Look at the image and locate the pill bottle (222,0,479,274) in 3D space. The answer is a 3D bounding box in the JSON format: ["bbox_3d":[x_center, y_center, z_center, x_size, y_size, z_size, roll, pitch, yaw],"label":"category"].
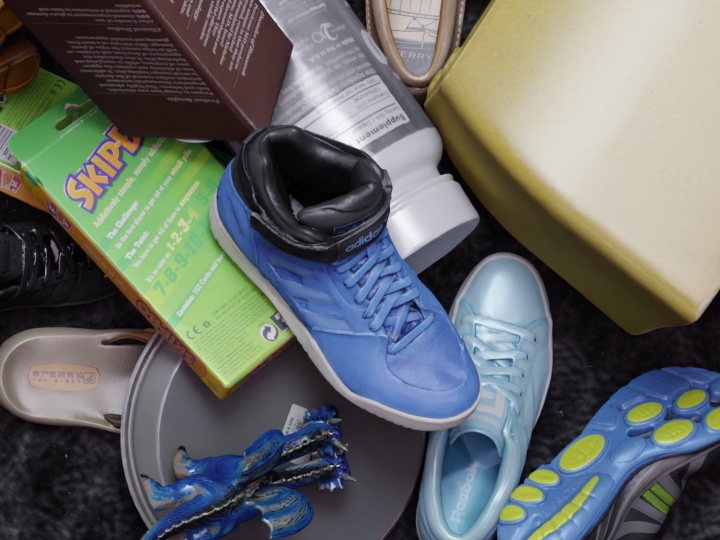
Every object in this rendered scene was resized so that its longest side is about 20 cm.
[{"bbox_3d":[-0.021,-0.086,1.454,0.114,0.114,0.200,-34,83,-5],"label":"pill bottle"}]

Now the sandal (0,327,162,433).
[{"bbox_3d":[-0.132,0.064,1.473,0.199,0.054,0.081,-1,85,-2],"label":"sandal"}]

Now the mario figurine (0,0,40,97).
[{"bbox_3d":[-0.268,-0.198,1.462,0.200,0.106,0.124,38,114,23],"label":"mario figurine"}]

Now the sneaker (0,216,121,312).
[{"bbox_3d":[-0.218,-0.002,1.450,0.199,0.104,0.060,-13,85,-3],"label":"sneaker"}]

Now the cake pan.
[{"bbox_3d":[-0.046,0.100,1.453,0.200,0.037,0.201,0,91,-21],"label":"cake pan"}]

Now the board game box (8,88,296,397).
[{"bbox_3d":[-0.113,-0.027,1.412,0.095,0.030,0.200,-39,82,-25],"label":"board game box"}]

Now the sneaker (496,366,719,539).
[{"bbox_3d":[0.166,0.131,1.478,0.199,0.083,0.071,-36,52,-18],"label":"sneaker"}]

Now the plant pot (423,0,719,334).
[{"bbox_3d":[0.152,-0.099,1.426,0.200,0.196,0.195,34,84,-1],"label":"plant pot"}]

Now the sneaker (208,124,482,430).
[{"bbox_3d":[-0.001,0.001,1.341,0.077,0.111,0.200,-38,80,-26],"label":"sneaker"}]

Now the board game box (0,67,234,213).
[{"bbox_3d":[-0.147,-0.059,1.472,0.199,0.030,0.096,23,44,2],"label":"board game box"}]

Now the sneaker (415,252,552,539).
[{"bbox_3d":[0.082,0.084,1.466,0.074,0.082,0.201,9,82,-3],"label":"sneaker"}]

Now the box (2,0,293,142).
[{"bbox_3d":[-0.126,-0.151,1.320,0.100,0.200,0.075,4,62,27],"label":"box"}]

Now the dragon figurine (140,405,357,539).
[{"bbox_3d":[-0.066,0.126,1.353,0.099,0.200,0.059,-17,96,19],"label":"dragon figurine"}]

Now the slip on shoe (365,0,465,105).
[{"bbox_3d":[0.033,-0.206,1.500,0.076,0.061,0.201,4,85,-2],"label":"slip on shoe"}]
